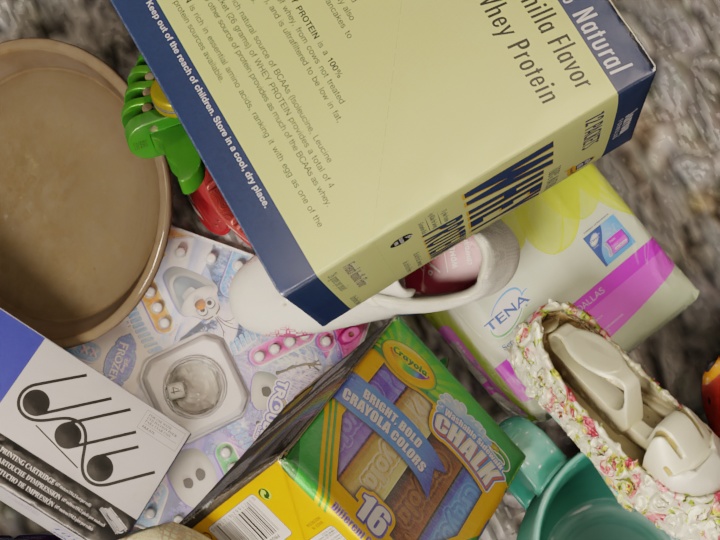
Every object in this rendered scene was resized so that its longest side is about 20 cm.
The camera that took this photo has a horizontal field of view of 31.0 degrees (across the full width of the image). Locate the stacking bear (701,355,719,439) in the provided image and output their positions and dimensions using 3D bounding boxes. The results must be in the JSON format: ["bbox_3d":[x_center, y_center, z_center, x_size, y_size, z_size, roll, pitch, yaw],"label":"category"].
[{"bbox_3d":[0.282,0.046,0.837,0.114,0.121,0.200,40,51,1],"label":"stacking bear"}]

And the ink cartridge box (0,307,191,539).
[{"bbox_3d":[-0.215,0.089,0.808,0.200,0.044,0.094,35,64,-8],"label":"ink cartridge box"}]

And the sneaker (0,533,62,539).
[{"bbox_3d":[-0.267,0.193,0.815,0.199,0.088,0.075,-3,82,-7],"label":"sneaker"}]

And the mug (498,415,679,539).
[{"bbox_3d":[0.172,0.178,0.847,0.151,0.114,0.186,-12,72,-7],"label":"mug"}]

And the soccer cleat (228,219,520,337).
[{"bbox_3d":[0.000,0.000,0.818,0.199,0.086,0.070,-12,91,16],"label":"soccer cleat"}]

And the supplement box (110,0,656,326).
[{"bbox_3d":[0.008,-0.111,0.662,0.199,0.134,0.200,-31,80,1],"label":"supplement box"}]

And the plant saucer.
[{"bbox_3d":[-0.206,-0.049,0.845,0.199,0.029,0.201,2,97,21],"label":"plant saucer"}]

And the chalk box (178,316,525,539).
[{"bbox_3d":[0.005,0.125,0.793,0.124,0.124,0.200,48,39,-2],"label":"chalk box"}]

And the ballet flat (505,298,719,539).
[{"bbox_3d":[0.165,0.092,0.781,0.076,0.064,0.200,-37,64,-25],"label":"ballet flat"}]

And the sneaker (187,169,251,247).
[{"bbox_3d":[-0.066,-0.051,0.845,0.078,0.116,0.200,-33,55,-8],"label":"sneaker"}]

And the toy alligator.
[{"bbox_3d":[-0.114,-0.128,0.797,0.054,0.059,0.201,-1,56,5],"label":"toy alligator"}]

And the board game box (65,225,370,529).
[{"bbox_3d":[-0.112,0.079,0.879,0.199,0.026,0.201,19,80,-3],"label":"board game box"}]

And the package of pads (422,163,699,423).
[{"bbox_3d":[0.107,-0.010,0.893,0.154,0.068,0.200,-37,84,-10],"label":"package of pads"}]

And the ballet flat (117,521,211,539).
[{"bbox_3d":[-0.055,0.212,0.703,0.067,0.062,0.200,-47,107,-30],"label":"ballet flat"}]
